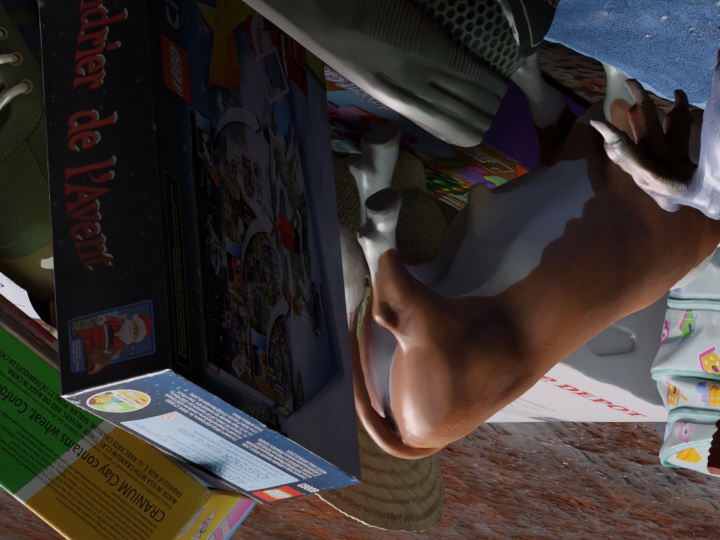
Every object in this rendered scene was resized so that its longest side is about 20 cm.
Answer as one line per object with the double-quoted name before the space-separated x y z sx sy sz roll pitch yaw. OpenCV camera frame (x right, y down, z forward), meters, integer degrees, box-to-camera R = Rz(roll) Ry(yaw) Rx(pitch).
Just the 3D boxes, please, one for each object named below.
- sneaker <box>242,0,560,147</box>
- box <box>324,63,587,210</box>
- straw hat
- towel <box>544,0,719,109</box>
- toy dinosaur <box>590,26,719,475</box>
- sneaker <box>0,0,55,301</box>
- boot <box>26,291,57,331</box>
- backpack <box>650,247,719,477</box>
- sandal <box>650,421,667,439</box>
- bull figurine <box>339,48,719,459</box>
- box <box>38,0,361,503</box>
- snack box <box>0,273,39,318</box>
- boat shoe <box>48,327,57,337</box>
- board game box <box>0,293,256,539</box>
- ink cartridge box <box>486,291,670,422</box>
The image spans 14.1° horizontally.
"sneaker" -0.015 -0.131 0.814 0.199 0.114 0.076 36 -177 25
"box" -0.010 -0.068 1.112 0.136 0.039 0.200 2 164 38
"straw hat" 0.000 0.000 1.091 0.085 0.201 0.201 -40 144 16
"towel" 0.135 -0.076 0.937 0.200 0.049 0.111 23 162 -38
"toy dinosaur" 0.156 -0.065 0.765 0.105 0.201 0.181 -13 176 -39
"sneaker" -0.136 -0.074 0.960 0.090 0.067 0.201 39 -163 -39
"boot" -0.145 -0.030 1.173 0.138 0.078 0.200 16 -165 2
"backpack" 0.202 0.026 1.135 0.166 0.127 0.199 19 168 -40
"sandal" 0.187 0.041 1.337 0.043 0.077 0.200 -12 180 -29
"bull figurine" 0.069 -0.019 1.036 0.065 0.200 0.122 14 136 49
"box" -0.051 -0.040 0.915 0.038 0.201 0.137 -14 157 21
"snack box" -0.204 -0.033 1.364 0.199 0.068 0.169 6 165 14
"boat shoe" -0.075 0.029 1.366 0.065 0.073 0.200 38 -151 19
"board game box" -0.112 0.046 0.998 0.153 0.040 0.200 38 177 6
"ink cartridge box" 0.041 0.011 1.296 0.146 0.085 0.199 22 163 -39
